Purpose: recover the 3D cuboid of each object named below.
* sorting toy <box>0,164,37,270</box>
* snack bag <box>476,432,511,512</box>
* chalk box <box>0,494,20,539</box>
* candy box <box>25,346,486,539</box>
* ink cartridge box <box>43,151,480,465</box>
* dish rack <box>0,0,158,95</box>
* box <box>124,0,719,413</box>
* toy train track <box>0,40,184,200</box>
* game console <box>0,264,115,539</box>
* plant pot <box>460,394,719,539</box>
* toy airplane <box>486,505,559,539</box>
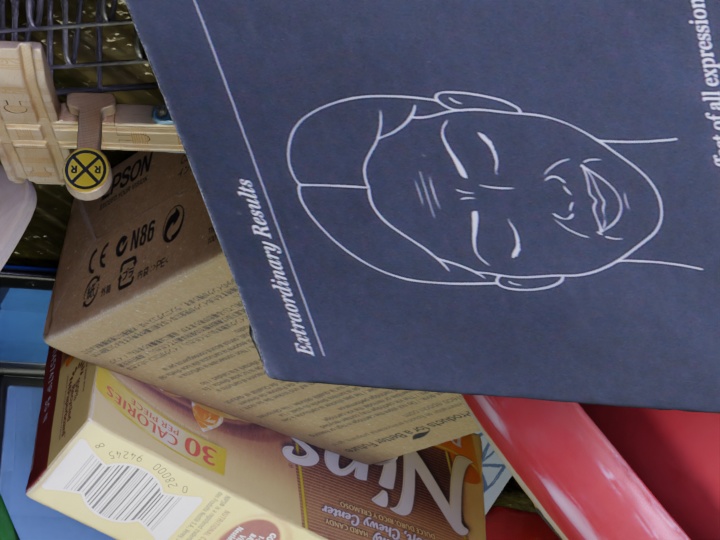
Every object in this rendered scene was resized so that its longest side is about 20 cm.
[{"bbox_3d":[-0.252,-0.029,0.791,0.180,0.107,0.200,11,169,29],"label":"sorting toy"},{"bbox_3d":[0.001,0.113,1.104,0.200,0.021,0.189,15,113,-52],"label":"snack bag"},{"bbox_3d":[-0.256,0.080,0.975,0.125,0.200,0.124,-8,-158,26],"label":"chalk box"},{"bbox_3d":[-0.039,0.083,0.948,0.200,0.115,0.055,30,124,-22],"label":"candy box"},{"bbox_3d":[0.000,0.000,0.839,0.165,0.075,0.200,22,153,-29],"label":"ink cartridge box"},{"bbox_3d":[-0.108,-0.091,0.638,0.200,0.055,0.153,-3,161,15],"label":"dish rack"},{"bbox_3d":[0.063,-0.053,0.532,0.200,0.107,0.149,3,136,23],"label":"box"},{"bbox_3d":[-0.060,-0.032,0.676,0.200,0.033,0.115,1,163,0],"label":"toy train track"},{"bbox_3d":[-0.110,0.078,1.054,0.200,0.171,0.118,4,-172,-13],"label":"game console"},{"bbox_3d":[0.143,0.032,0.682,0.182,0.200,0.200,-41,154,3],"label":"plant pot"},{"bbox_3d":[0.104,0.199,1.371,0.199,0.141,0.200,-1,161,-2],"label":"toy airplane"}]
